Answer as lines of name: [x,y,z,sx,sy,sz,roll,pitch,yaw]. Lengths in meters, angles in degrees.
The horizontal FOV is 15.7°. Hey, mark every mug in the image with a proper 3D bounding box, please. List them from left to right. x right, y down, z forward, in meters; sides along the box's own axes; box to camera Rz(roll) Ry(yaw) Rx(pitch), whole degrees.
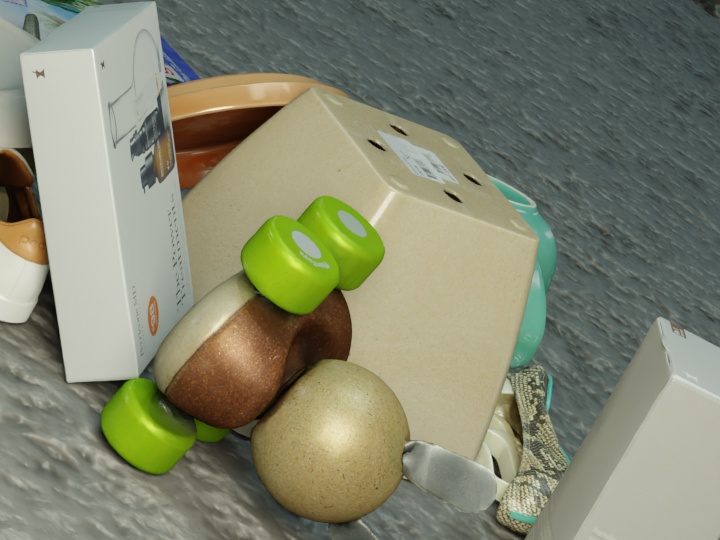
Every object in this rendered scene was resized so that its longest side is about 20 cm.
mug: [0.080,-0.007,1.904,0.184,0.115,0.152,28,11,22]

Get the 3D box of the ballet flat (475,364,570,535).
ballet flat: [0.103,0.115,1.779,0.075,0.068,0.200,12,25,-10]

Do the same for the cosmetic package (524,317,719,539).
cosmetic package: [0.172,0.142,1.597,0.090,0.201,0.107,29,19,-8]

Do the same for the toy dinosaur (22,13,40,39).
toy dinosaur: [-0.245,-0.118,1.802,0.102,0.077,0.200,41,15,-11]

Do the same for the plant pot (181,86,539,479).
plant pot: [0.000,0.000,1.713,0.199,0.178,0.200,19,23,-37]

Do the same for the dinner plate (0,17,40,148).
dinner plate: [-0.260,-0.135,1.623,0.199,0.024,0.200,17,27,-9]

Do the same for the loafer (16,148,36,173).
loafer: [-0.274,-0.120,1.702,0.070,0.075,0.200,-34,67,-33]

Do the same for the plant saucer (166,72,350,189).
plant saucer: [-0.103,-0.096,1.789,0.200,0.199,0.033,5,70,-54]

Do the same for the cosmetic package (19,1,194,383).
cosmetic package: [-0.151,-0.051,1.582,0.051,0.201,0.151,-3,16,13]

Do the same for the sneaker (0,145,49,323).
sneaker: [-0.245,-0.057,1.610,0.073,0.085,0.200,5,31,-50]

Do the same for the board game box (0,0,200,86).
board game box: [-0.196,-0.145,1.969,0.199,0.041,0.200,10,29,-48]

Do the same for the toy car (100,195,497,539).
toy car: [-0.018,0.088,1.513,0.200,0.164,0.158,45,20,7]
